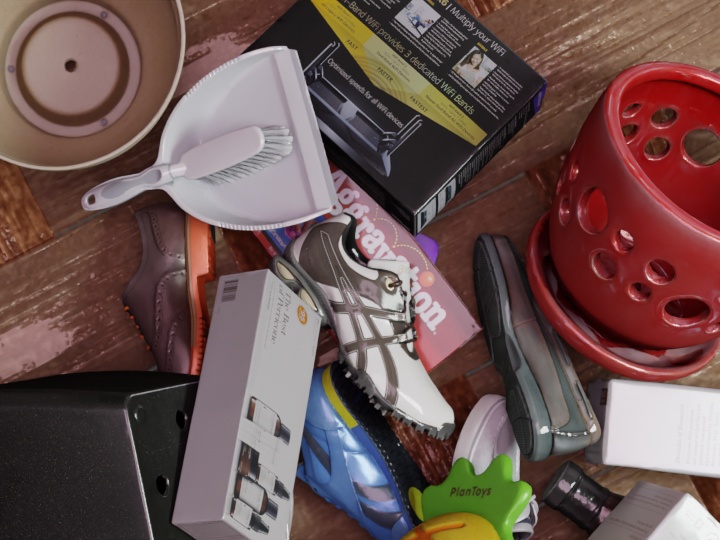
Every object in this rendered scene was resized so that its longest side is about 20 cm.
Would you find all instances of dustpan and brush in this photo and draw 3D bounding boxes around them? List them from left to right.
[{"bbox_3d":[-0.129,-0.083,1.484,0.198,0.057,0.141,-19,83,26],"label":"dustpan and brush"}]

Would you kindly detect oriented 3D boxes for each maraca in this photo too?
[{"bbox_3d":[0.069,0.233,1.415,0.107,0.136,0.202,35,61,-36],"label":"maraca"}]

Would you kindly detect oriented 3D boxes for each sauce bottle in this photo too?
[{"bbox_3d":[0.236,0.228,1.516,0.199,0.066,0.066,36,85,-1],"label":"sauce bottle"}]

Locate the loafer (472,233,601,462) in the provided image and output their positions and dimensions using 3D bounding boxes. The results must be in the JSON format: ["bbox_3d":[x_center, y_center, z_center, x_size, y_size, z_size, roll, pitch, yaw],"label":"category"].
[{"bbox_3d":[0.139,0.059,1.506,0.062,0.072,0.202,-6,60,-13],"label":"loafer"}]

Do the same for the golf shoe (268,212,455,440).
[{"bbox_3d":[0.018,0.043,1.481,0.094,0.078,0.200,-43,85,7],"label":"golf shoe"}]

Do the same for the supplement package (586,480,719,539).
[{"bbox_3d":[0.201,0.274,1.413,0.117,0.117,0.200,44,83,-7],"label":"supplement package"}]

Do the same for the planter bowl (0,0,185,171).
[{"bbox_3d":[-0.235,-0.173,1.491,0.198,0.135,0.203,0,86,-3],"label":"planter bowl"}]

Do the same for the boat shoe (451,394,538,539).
[{"bbox_3d":[0.107,0.200,1.491,0.068,0.072,0.202,3,71,35],"label":"boat shoe"}]

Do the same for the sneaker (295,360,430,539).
[{"bbox_3d":[0.001,0.172,1.519,0.078,0.066,0.201,-31,93,21],"label":"sneaker"}]

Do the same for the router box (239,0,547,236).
[{"bbox_3d":[0.026,-0.153,1.512,0.200,0.052,0.157,43,78,14],"label":"router box"}]

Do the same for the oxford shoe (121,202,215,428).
[{"bbox_3d":[-0.155,0.044,1.515,0.072,0.071,0.202,0,76,1],"label":"oxford shoe"}]

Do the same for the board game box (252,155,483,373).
[{"bbox_3d":[0.000,0.000,1.532,0.103,0.019,0.201,-38,85,4],"label":"board game box"}]

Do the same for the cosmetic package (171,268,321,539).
[{"bbox_3d":[-0.080,0.107,1.389,0.050,0.083,0.202,-8,58,28],"label":"cosmetic package"}]

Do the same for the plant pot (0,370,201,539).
[{"bbox_3d":[-0.195,0.169,1.406,0.176,0.200,0.202,-13,86,26],"label":"plant pot"}]

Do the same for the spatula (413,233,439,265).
[{"bbox_3d":[0.055,-0.069,1.547,0.056,0.021,0.202,19,93,1],"label":"spatula"}]

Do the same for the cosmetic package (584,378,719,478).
[{"bbox_3d":[0.285,0.131,1.508,0.197,0.102,0.075,4,85,-1],"label":"cosmetic package"}]

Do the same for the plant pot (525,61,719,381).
[{"bbox_3d":[0.235,-0.032,1.456,0.198,0.183,0.202,16,46,-17],"label":"plant pot"}]

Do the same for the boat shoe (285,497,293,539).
[{"bbox_3d":[-0.087,0.211,1.501,0.070,0.069,0.203,-5,85,-1],"label":"boat shoe"}]
